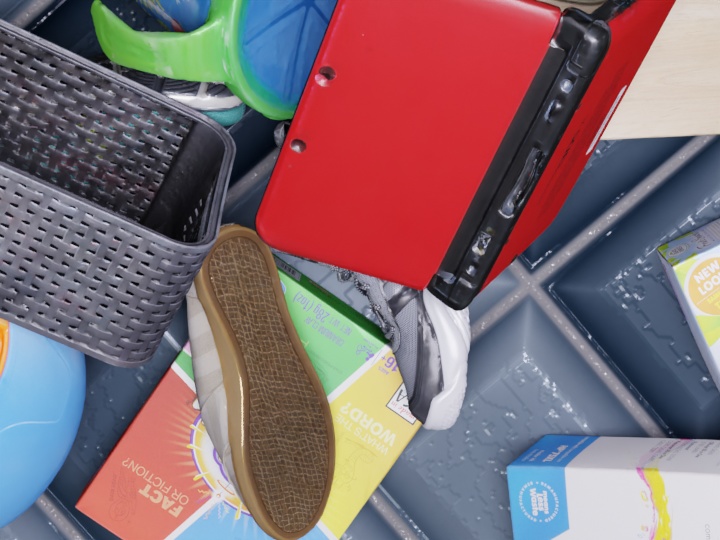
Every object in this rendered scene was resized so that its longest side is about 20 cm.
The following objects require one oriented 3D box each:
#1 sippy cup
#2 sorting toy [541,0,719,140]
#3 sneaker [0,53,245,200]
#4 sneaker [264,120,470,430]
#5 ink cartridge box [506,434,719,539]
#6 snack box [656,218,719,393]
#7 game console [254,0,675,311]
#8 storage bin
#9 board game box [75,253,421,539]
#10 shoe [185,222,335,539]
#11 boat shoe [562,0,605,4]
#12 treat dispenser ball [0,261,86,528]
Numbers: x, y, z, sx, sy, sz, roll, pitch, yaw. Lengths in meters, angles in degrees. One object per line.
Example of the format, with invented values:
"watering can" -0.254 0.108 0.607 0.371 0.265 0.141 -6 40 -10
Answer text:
"sippy cup" -0.065 -0.172 0.954 0.130 0.177 0.140 31 106 35
"sorting toy" 0.147 -0.181 0.990 0.198 0.070 0.200 -2 100 1
"sneaker" -0.162 -0.086 1.020 0.199 0.078 0.080 -9 115 10
"sneaker" 0.000 0.000 1.002 0.113 0.075 0.201 -6 82 -7
"ink cartridge box" 0.195 0.166 1.009 0.199 0.067 0.117 -2 101 30
"snack box" 0.307 0.022 1.024 0.199 0.068 0.169 -25 99 4
"game console" 0.058 -0.089 0.895 0.118 0.172 0.201 37 133 12
"storage bin" -0.181 -0.050 0.920 0.199 0.136 0.094 25 122 -13
"board game box" -0.062 0.107 1.058 0.153 0.040 0.201 34 99 -5
"shoe" -0.064 0.066 1.009 0.070 0.053 0.201 -19 105 -29
"boat shoe" 0.066 -0.210 0.915 0.199 0.069 0.074 30 99 -4
"treat dispenser ball" -0.260 0.064 0.973 0.199 0.201 0.202 0 100 1
